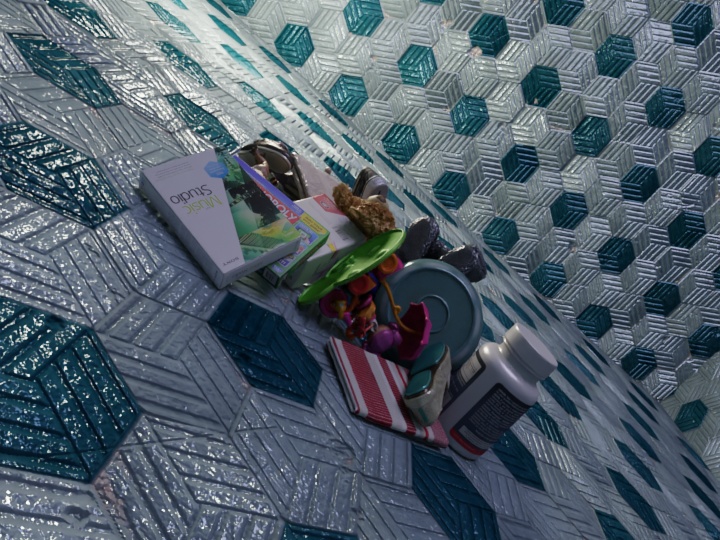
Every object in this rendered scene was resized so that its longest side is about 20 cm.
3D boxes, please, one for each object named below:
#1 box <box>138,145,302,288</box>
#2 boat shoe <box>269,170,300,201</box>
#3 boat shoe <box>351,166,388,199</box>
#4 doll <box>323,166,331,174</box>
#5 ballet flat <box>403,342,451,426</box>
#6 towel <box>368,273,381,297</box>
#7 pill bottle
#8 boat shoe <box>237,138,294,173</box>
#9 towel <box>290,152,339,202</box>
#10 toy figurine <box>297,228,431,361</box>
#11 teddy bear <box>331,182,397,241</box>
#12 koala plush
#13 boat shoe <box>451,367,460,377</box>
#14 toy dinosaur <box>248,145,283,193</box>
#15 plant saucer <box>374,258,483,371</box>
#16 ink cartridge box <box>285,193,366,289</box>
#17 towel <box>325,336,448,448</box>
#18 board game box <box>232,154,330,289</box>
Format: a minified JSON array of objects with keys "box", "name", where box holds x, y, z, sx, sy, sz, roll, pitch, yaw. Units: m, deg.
[{"box":[-0.195,-0.082,0.918,0.143,0.037,0.201,-29,70,-40],"name":"box"},{"box":[-0.122,-0.174,1.383,0.200,0.073,0.074,45,16,5],"name":"boat shoe"},{"box":[0.005,-0.123,1.348,0.071,0.202,0.072,-6,48,-32],"name":"boat shoe"},{"box":[-0.061,-0.162,1.466,0.200,0.048,0.139,-142,-145,-62],"name":"doll"},{"box":[0.107,0.176,1.010,0.063,0.066,0.200,63,23,-7],"name":"ballet flat"},{"box":[0.000,0.000,1.297,0.198,0.049,0.149,23,31,-51],"name":"towel"},{"box":[0.210,0.187,1.036,0.119,0.201,0.120,38,16,-13],"name":"pill bottle"},{"box":[-0.176,-0.230,1.266,0.067,0.057,0.198,50,-19,-29],"name":"boat shoe"},{"box":[-0.072,-0.142,1.277,0.131,0.034,0.202,29,29,-44],"name":"towel"},{"box":[0.029,0.068,1.032,0.186,0.198,0.150,58,-8,-14],"name":"toy figurine"},{"box":[0.011,-0.099,1.166,0.145,0.067,0.200,46,-6,7],"name":"teddy bear"},{"box":[0.149,0.036,1.284,0.177,0.184,0.200,38,-6,36],"name":"koala plush"},{"box":[0.161,0.175,1.215,0.094,0.074,0.199,60,21,11],"name":"boat shoe"},{"box":[-0.175,-0.137,1.163,0.137,0.085,0.200,56,1,8],"name":"toy dinosaur"},{"box":[0.119,0.076,1.126,0.200,0.200,0.027,44,-15,5],"name":"plant saucer"},{"box":[-0.096,-0.047,1.069,0.117,0.068,0.198,47,37,17],"name":"ink cartridge box"},{"box":[0.038,0.181,0.964,0.198,0.023,0.145,29,23,-38],"name":"towel"},{"box":[-0.158,-0.078,0.978,0.199,0.029,0.135,38,47,7],"name":"board game box"}]
